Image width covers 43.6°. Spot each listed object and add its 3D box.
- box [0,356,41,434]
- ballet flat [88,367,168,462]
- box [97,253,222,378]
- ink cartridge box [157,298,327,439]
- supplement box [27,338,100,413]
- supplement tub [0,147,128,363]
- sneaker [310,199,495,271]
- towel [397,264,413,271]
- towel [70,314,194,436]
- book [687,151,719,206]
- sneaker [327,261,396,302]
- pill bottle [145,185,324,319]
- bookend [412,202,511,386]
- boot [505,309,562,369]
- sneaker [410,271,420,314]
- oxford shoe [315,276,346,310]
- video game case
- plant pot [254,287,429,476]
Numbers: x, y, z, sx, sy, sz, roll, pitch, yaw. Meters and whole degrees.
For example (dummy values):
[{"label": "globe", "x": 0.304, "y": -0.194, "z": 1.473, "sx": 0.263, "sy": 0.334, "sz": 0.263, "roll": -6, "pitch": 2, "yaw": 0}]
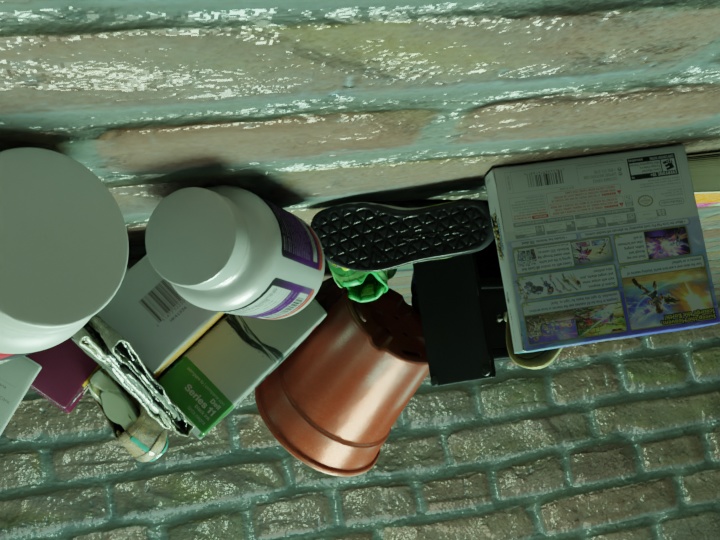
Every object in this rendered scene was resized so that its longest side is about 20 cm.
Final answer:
[{"label": "box", "x": -0.493, "y": 0.122, "z": 0.986, "sx": 0.200, "sy": 0.131, "sz": 0.199, "roll": 37, "pitch": 149, "yaw": -22}, {"label": "ballet flat", "x": -0.286, "y": 0.150, "z": 1.073, "sx": 0.067, "sy": 0.068, "sz": 0.200, "roll": 43, "pitch": 176, "yaw": -39}, {"label": "box", "x": -0.221, "y": 0.048, "z": 1.009, "sx": 0.124, "sy": 0.097, "sz": 0.200, "roll": -45, "pitch": -178, "yaw": -17}, {"label": "ink cartridge box", "x": -0.143, "y": 0.100, "z": 1.069, "sx": 0.200, "sy": 0.083, "sz": 0.147, "roll": -44, "pitch": 179, "yaw": -16}, {"label": "supplement box", "x": -0.381, "y": 0.103, "z": 1.169, "sx": 0.103, "sy": 0.131, "sz": 0.200, "roll": 38, "pitch": 162, "yaw": -6}, {"label": "supplement tub", "x": -0.274, "y": -0.002, "z": 0.662, "sx": 0.140, "sy": 0.141, "sz": 0.200, "roll": 0, "pitch": 168, "yaw": -43}, {"label": "sneaker", "x": 0.048, "y": -0.039, "z": 0.951, "sx": 0.199, "sy": 0.072, "sz": 0.083, "roll": -1, "pitch": -172, "yaw": 2}, {"label": "towel", "x": 0.137, "y": -0.026, "z": 1.295, "sx": 0.146, "sy": 0.022, "sz": 0.200, "roll": -3, "pitch": 172, "yaw": -25}, {"label": "towel", "x": -0.272, "y": 0.082, "z": 0.930, "sx": 0.035, "sy": 0.200, "sz": 0.193, "roll": -46, "pitch": 145, "yaw": -20}, {"label": "book", "x": 0.345, "y": -0.090, "z": 1.006, "sx": 0.199, "sy": 0.048, "sz": 0.134, "roll": -5, "pitch": 172, "yaw": -8}, {"label": "sneaker", "x": 0.000, "y": 0.000, "z": 1.118, "sx": 0.074, "sy": 0.084, "sz": 0.200, "roll": -11, "pitch": 172, "yaw": 16}, {"label": "pill bottle", "x": -0.112, "y": -0.016, "z": 0.822, "sx": 0.111, "sy": 0.112, "sz": 0.200, "roll": -11, "pitch": 170, "yaw": 13}, {"label": "bookend", "x": 0.167, "y": 0.028, "z": 1.080, "sx": 0.198, "sy": 0.200, "sz": 0.092, "roll": 1, "pitch": 167, "yaw": -43}, {"label": "boot", "x": 0.216, "y": 0.027, "z": 0.991, "sx": 0.072, "sy": 0.200, "sz": 0.155, "roll": 11, "pitch": 164, "yaw": 20}, {"label": "sneaker", "x": 0.165, "y": 0.030, "z": 1.199, "sx": 0.199, "sy": 0.077, "sz": 0.111, "roll": 2, "pitch": -153, "yaw": 8}, {"label": "oxford shoe", "x": -0.064, "y": 0.040, "z": 1.342, "sx": 0.075, "sy": 0.071, "sz": 0.200, "roll": 11, "pitch": -163, "yaw": 23}, {"label": "video game case", "x": 0.236, "y": -0.021, "z": 0.890, "sx": 0.200, "sy": 0.182, "sz": 0.045, "roll": -7, "pitch": 171, "yaw": -5}, {"label": "plant pot", "x": -0.007, "y": 0.132, "z": 1.197, "sx": 0.201, "sy": 0.201, "sz": 0.195, "roll": 2, "pitch": 133, "yaw": -49}]
